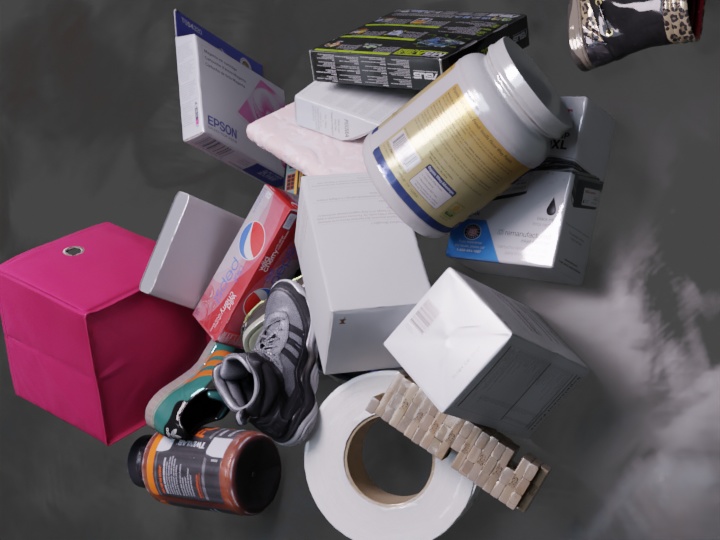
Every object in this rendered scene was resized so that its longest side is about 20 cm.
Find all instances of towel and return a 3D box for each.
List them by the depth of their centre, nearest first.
[{"bbox_3d":[-0.012,-0.169,1.554,0.200,0.191,0.032,33,141,36],"label":"towel"}]

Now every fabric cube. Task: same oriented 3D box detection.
[{"bbox_3d":[-0.335,0.076,1.634,0.199,0.196,0.201,20,124,38],"label":"fabric cube"}]

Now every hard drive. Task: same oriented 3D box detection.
[{"bbox_3d":[-0.186,-0.010,1.595,0.027,0.200,0.132,21,88,37],"label":"hard drive"}]

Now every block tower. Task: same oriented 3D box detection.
[{"bbox_3d":[0.105,0.179,1.322,0.200,0.054,0.058,32,96,13],"label":"block tower"}]

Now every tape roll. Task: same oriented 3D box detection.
[{"bbox_3d":[0.041,0.212,1.402,0.202,0.071,0.203,-1,87,15],"label":"tape roll"}]

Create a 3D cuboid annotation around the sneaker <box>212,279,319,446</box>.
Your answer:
[{"bbox_3d":[-0.105,0.091,1.393,0.075,0.114,0.201,-21,59,35],"label":"sneaker"}]

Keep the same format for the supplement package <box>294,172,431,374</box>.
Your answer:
[{"bbox_3d":[0.000,0.000,1.394,0.118,0.116,0.201,100,161,-49],"label":"supplement package"}]

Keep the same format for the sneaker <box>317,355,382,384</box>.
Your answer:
[{"bbox_3d":[-0.030,0.097,1.524,0.200,0.085,0.077,21,88,38],"label":"sneaker"}]

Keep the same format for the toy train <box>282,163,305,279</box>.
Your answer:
[{"bbox_3d":[-0.052,-0.071,1.600,0.114,0.085,0.201,-10,72,46],"label":"toy train"}]

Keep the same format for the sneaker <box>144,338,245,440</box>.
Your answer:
[{"bbox_3d":[-0.180,0.145,1.587,0.080,0.072,0.200,22,58,43],"label":"sneaker"}]

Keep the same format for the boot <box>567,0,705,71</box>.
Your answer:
[{"bbox_3d":[0.314,-0.336,1.419,0.150,0.073,0.201,-4,77,36],"label":"boot"}]

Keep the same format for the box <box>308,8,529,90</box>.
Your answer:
[{"bbox_3d":[0.073,-0.272,1.507,0.199,0.193,0.048,11,123,36],"label":"box"}]

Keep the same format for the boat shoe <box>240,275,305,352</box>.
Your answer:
[{"bbox_3d":[-0.061,0.034,1.516,0.201,0.072,0.061,-32,25,-2],"label":"boat shoe"}]

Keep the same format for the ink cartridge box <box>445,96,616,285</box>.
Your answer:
[{"bbox_3d":[0.196,-0.095,1.422,0.144,0.084,0.201,7,79,37],"label":"ink cartridge box"}]

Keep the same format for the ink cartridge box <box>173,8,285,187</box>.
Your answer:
[{"bbox_3d":[-0.168,-0.232,1.653,0.043,0.196,0.201,-18,67,28],"label":"ink cartridge box"}]

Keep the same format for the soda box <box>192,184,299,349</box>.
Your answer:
[{"bbox_3d":[-0.129,-0.003,1.549,0.070,0.063,0.200,44,110,42],"label":"soda box"}]

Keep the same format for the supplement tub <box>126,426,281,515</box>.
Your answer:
[{"bbox_3d":[-0.207,0.253,1.589,0.199,0.107,0.107,0,76,35],"label":"supplement tub"}]

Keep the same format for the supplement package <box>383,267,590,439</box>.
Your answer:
[{"bbox_3d":[0.140,0.094,1.331,0.114,0.200,0.110,-49,55,12],"label":"supplement package"}]

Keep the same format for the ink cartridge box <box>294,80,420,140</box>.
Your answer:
[{"bbox_3d":[0.043,-0.207,1.540,0.200,0.047,0.160,24,46,27],"label":"ink cartridge box"}]

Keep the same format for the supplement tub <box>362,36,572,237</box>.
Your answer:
[{"bbox_3d":[0.116,-0.145,1.350,0.200,0.144,0.145,-37,58,22],"label":"supplement tub"}]
